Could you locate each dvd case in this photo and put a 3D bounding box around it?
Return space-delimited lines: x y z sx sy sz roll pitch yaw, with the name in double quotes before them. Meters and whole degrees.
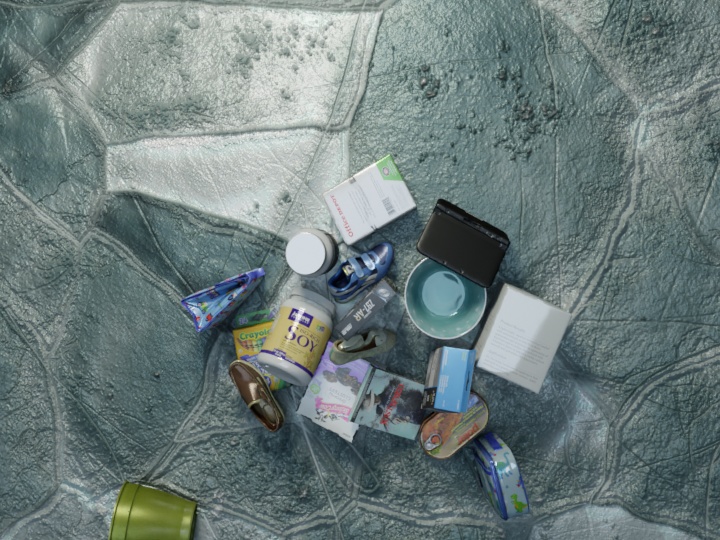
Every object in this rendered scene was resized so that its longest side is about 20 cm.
"dvd case" 0.080 0.331 1.574 0.197 0.022 0.149 23 94 -24

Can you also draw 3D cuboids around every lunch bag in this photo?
"lunch bag" -0.320 0.057 1.574 0.197 0.151 0.095 -32 90 5
"lunch bag" 0.330 0.484 1.514 0.080 0.200 0.165 -15 93 -2

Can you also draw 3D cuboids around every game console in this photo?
"game console" 0.246 -0.070 1.519 0.197 0.176 0.118 28 106 2

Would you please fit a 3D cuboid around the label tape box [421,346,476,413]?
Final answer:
"label tape box" 0.205 0.258 1.496 0.062 0.200 0.148 13 76 -5

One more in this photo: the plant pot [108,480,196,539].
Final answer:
"plant pot" -0.520 0.652 1.611 0.188 0.200 0.206 8 93 -8

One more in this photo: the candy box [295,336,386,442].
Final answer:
"candy box" -0.048 0.300 1.601 0.165 0.072 0.204 26 93 3

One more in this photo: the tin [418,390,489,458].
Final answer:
"tin" 0.236 0.388 1.599 0.199 0.042 0.113 -40 85 5

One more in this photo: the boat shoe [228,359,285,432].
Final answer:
"boat shoe" -0.257 0.312 1.569 0.074 0.075 0.203 -38 95 8

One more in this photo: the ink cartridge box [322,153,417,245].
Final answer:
"ink cartridge box" 0.023 -0.171 1.568 0.197 0.084 0.148 -28 90 6

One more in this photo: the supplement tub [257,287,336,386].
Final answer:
"supplement tub" -0.151 0.162 1.543 0.143 0.146 0.203 22 70 3

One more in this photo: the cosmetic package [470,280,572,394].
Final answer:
"cosmetic package" 0.376 0.153 1.513 0.162 0.165 0.204 23 95 3

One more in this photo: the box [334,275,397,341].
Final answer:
"box" 0.018 0.086 1.523 0.160 0.200 0.044 -44 89 4

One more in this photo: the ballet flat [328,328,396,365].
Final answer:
"ballet flat" 0.013 0.178 1.549 0.197 0.063 0.068 -19 50 -30

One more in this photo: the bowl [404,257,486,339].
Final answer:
"bowl" 0.205 0.059 1.553 0.195 0.105 0.206 0 93 5

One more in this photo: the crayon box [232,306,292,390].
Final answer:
"crayon box" -0.252 0.207 1.625 0.123 0.052 0.205 -11 91 5

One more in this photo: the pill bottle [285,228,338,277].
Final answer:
"pill bottle" -0.117 -0.043 1.528 0.113 0.200 0.119 0 92 5

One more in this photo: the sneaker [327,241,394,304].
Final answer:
"sneaker" 0.000 0.000 1.571 0.199 0.082 0.074 -42 55 3
